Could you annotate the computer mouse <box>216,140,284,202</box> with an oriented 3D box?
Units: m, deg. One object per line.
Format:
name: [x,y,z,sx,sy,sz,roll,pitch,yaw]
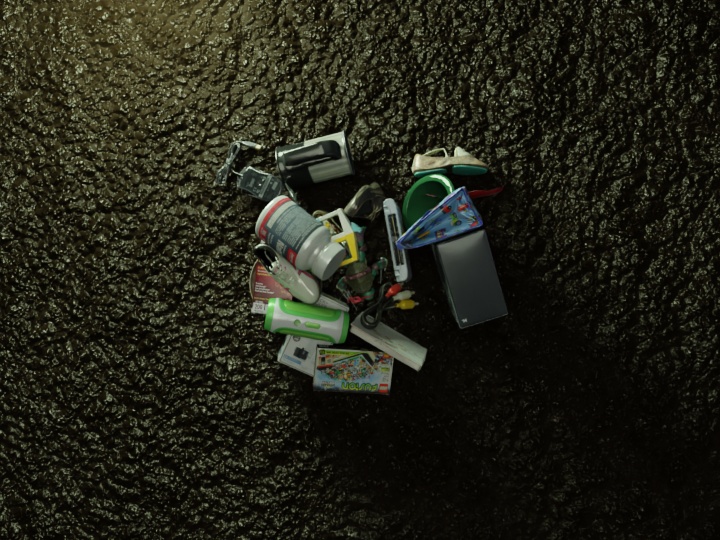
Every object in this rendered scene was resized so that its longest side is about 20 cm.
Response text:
computer mouse: [-0.280,-0.265,1.478,0.197,0.046,0.143,20,85,12]

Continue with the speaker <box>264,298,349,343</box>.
speaker: [-0.130,0.122,1.327,0.196,0.088,0.090,11,88,-9]

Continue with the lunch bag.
lunch bag: [0.171,-0.099,1.247,0.198,0.151,0.095,-31,92,15]

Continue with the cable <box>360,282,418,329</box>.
cable: [0.062,0.077,1.364,0.098,0.199,0.050,51,127,16]

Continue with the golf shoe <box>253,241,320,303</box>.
golf shoe: [-0.181,0.011,1.321,0.200,0.092,0.073,43,111,15]

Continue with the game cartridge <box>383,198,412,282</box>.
game cartridge: [0.095,-0.071,1.376,0.040,0.133,0.204,-10,87,5]

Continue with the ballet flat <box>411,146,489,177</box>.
ballet flat: [0.230,-0.282,1.407,0.196,0.068,0.069,-1,80,5]

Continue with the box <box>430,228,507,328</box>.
box: [0.253,0.008,1.307,0.121,0.198,0.203,-17,97,6]

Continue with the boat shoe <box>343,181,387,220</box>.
boat shoe: [0.024,-0.167,1.362,0.073,0.200,0.075,42,121,2]

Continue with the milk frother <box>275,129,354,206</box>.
milk frother: [-0.108,-0.234,1.402,0.185,0.181,0.203,-12,107,7]

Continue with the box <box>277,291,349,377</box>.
box: [-0.122,0.157,1.407,0.115,0.060,0.202,26,93,-10]

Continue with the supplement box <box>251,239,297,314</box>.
supplement box: [-0.212,0.014,1.414,0.107,0.061,0.204,6,87,7]

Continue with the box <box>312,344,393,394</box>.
box: [-0.018,0.251,1.388,0.196,0.035,0.112,5,96,-10]

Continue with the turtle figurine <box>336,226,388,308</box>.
turtle figurine: [0.000,0.000,1.379,0.147,0.101,0.203,-20,103,1]

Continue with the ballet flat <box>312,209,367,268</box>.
ballet flat: [-0.061,-0.076,1.430,0.067,0.062,0.200,-43,84,3]

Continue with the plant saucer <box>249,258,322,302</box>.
plant saucer: [-0.195,0.034,1.456,0.196,0.032,0.204,0,87,7]

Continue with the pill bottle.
pill bottle: [-0.137,-0.072,1.284,0.199,0.120,0.120,37,92,14]

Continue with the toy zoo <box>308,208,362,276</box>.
toy zoo: [-0.085,-0.065,1.342,0.197,0.020,0.133,-20,87,19]

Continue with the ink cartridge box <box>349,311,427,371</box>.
ink cartridge box: [0.066,0.181,1.345,0.198,0.173,0.044,30,101,7]

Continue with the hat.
hat: [0.235,-0.149,1.421,0.198,0.174,0.169,-2,80,47]
